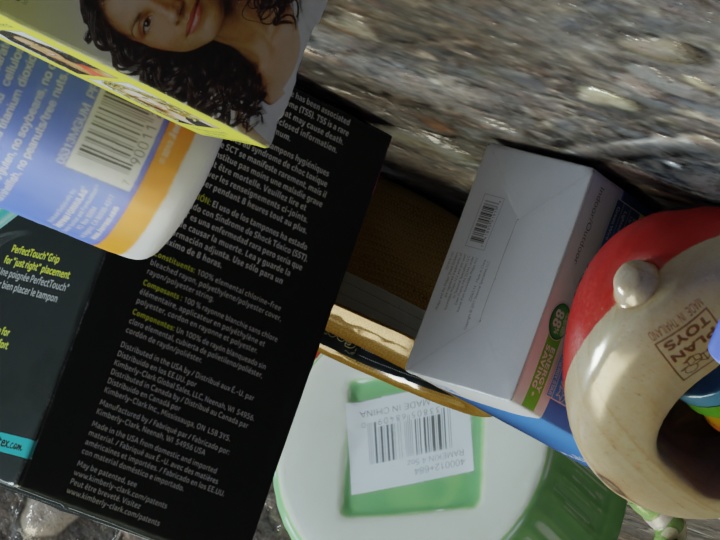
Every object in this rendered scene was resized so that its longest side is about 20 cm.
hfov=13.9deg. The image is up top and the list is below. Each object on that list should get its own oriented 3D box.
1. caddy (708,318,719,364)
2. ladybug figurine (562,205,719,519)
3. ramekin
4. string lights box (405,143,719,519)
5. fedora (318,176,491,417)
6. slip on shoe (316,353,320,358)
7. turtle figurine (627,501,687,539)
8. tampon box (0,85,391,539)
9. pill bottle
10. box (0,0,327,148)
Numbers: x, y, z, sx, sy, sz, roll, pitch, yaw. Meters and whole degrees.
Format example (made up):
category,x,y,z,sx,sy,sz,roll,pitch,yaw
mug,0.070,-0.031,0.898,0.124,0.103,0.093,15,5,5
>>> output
category,x,y,z,sx,sy,sz,roll,pitch,yaw
caddy,0.216,0.025,0.983,0.199,0.105,0.141,22,-166,-21
ladybug figurine,0.143,0.032,1.184,0.200,0.135,0.072,44,-166,-55
ramekin,0.046,0.116,1.703,0.199,0.201,0.098,15,164,30
string lights box,0.108,0.030,1.269,0.059,0.103,0.200,15,171,38
fedora,0.000,0.000,1.420,0.200,0.082,0.201,25,174,3
slip on shoe,-0.024,0.027,1.748,0.074,0.061,0.200,19,171,20
turtle figurine,0.128,0.161,1.876,0.201,0.143,0.194,62,-169,-3
tampon box,-0.104,0.005,1.273,0.126,0.201,0.150,25,172,-38
pill bottle,-0.147,-0.089,1.062,0.199,0.113,0.112,22,172,-14
box,-0.104,-0.111,0.951,0.199,0.076,0.050,24,174,-32
